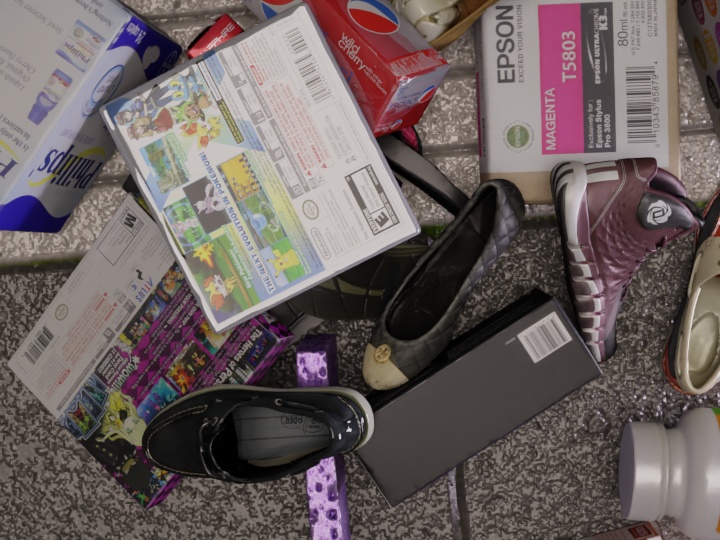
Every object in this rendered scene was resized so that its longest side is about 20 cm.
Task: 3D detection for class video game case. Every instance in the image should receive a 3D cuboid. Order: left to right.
[{"bbox_3d":[-0.179,0.067,1.210,0.181,0.036,0.200,43,110,14],"label":"video game case"},{"bbox_3d":[-0.078,-0.078,1.131,0.182,0.022,0.200,-27,94,4],"label":"video game case"}]

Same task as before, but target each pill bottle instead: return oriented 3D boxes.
[{"bbox_3d":[0.322,0.171,1.216,0.200,0.111,0.111,2,93,1],"label":"pill bottle"}]

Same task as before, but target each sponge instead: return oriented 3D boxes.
[{"bbox_3d":[-0.030,0.157,1.222,0.030,0.112,0.200,-4,94,3],"label":"sponge"}]

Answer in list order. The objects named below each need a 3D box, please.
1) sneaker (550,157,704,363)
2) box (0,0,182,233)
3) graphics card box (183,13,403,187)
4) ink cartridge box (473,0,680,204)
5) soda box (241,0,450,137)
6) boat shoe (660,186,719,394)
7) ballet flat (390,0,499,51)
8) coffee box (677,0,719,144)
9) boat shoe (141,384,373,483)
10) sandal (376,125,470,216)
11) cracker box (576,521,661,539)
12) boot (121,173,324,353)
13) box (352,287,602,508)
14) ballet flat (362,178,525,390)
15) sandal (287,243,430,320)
[{"bbox_3d":[0.225,-0.009,1.188,0.115,0.076,0.200,-12,130,5],"label":"sneaker"},{"bbox_3d":[-0.255,-0.138,1.170,0.105,0.184,0.200,36,94,4],"label":"box"},{"bbox_3d":[-0.054,-0.119,1.200,0.200,0.125,0.051,45,88,0],"label":"graphics card box"},{"bbox_3d":[0.180,-0.156,1.220,0.165,0.075,0.200,-3,94,0],"label":"ink cartridge box"},{"bbox_3d":[-0.022,-0.201,1.182,0.200,0.063,0.070,49,134,20],"label":"soda box"},{"bbox_3d":[0.309,0.011,1.232,0.071,0.063,0.200,21,92,2],"label":"boat shoe"},{"bbox_3d":[0.071,-0.225,1.160,0.200,0.063,0.069,-31,85,43],"label":"ballet flat"},{"bbox_3d":[0.379,-0.201,1.149,0.200,0.200,0.198,-18,91,1],"label":"coffee box"},{"bbox_3d":[-0.092,0.132,1.130,0.199,0.066,0.075,-3,101,21],"label":"boat shoe"},{"bbox_3d":[0.026,-0.116,1.230,0.200,0.075,0.045,36,88,-8],"label":"sandal"},{"bbox_3d":[0.175,0.309,1.253,0.200,0.058,0.134,-16,93,1],"label":"cracker box"},{"bbox_3d":[-0.134,-0.005,1.237,0.165,0.066,0.200,-39,94,-5],"label":"boot"},{"bbox_3d":[0.089,0.101,1.202,0.200,0.141,0.079,-33,94,3],"label":"box"},{"bbox_3d":[0.059,0.008,1.168,0.066,0.057,0.200,37,95,33],"label":"ballet flat"},{"bbox_3d":[0.000,0.001,1.213,0.201,0.057,0.080,12,103,-37],"label":"sandal"}]
